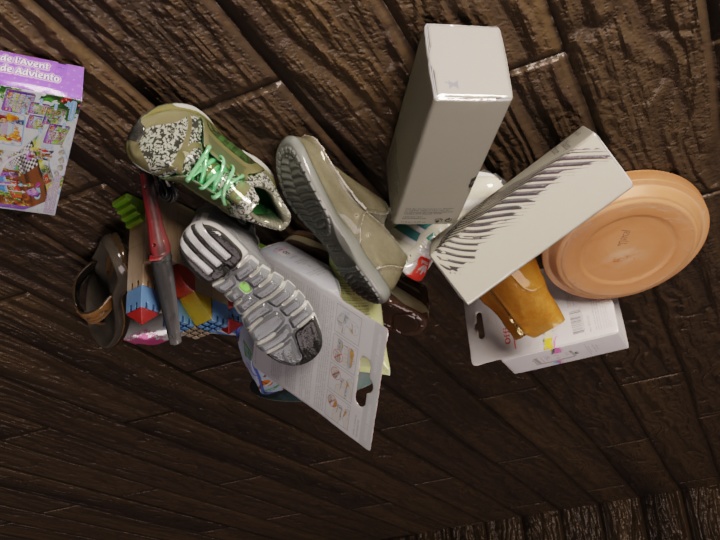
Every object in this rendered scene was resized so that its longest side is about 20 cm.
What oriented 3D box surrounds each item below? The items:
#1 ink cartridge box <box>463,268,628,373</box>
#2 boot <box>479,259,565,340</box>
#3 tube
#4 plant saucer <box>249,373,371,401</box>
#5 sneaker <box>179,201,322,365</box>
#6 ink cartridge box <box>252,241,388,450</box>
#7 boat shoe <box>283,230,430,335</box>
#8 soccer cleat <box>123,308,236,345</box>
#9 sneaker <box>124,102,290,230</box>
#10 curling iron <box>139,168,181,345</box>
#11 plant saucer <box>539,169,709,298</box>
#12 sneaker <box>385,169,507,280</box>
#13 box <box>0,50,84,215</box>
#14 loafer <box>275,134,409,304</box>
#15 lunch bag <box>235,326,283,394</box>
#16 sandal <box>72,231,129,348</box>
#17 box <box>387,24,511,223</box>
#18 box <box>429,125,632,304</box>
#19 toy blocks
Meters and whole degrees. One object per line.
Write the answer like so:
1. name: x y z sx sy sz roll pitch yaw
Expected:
1. ink cartridge box: 0.246 0.065 1.181 0.199 0.117 0.067 -16 151 22
2. boot: 0.191 -0.001 1.005 0.071 0.144 0.201 -33 170 -23
3. tube: -0.008 0.018 0.970 0.052 0.201 0.058 -9 -167 -23
4. plant saucer: -0.065 0.137 1.277 0.200 0.039 0.201 -7 -167 2
5. sneaker: -0.107 0.002 0.931 0.075 0.116 0.200 -31 118 13
6. ink cartridge box: -0.039 0.080 0.972 0.057 0.199 0.163 -26 133 -45
7. boat shoe: -0.003 0.003 1.067 0.202 0.075 0.075 33 138 -17
8. soccer cleat: -0.220 0.047 1.130 0.199 0.070 0.087 -3 145 -17
9. sneaker: -0.129 -0.090 0.820 0.200 0.089 0.077 25 101 -53
10. curling iron: -0.198 -0.020 0.880 0.025 0.201 0.049 -14 -160 -42
11. plant saucer: 0.313 -0.033 1.036 0.199 0.032 0.201 -4 136 -3
12. sneaker: 0.080 -0.038 0.974 0.199 0.094 0.070 -20 150 27
13. box: -0.335 -0.123 0.794 0.136 0.039 0.200 7 151 -24
14. loafer: -0.016 -0.060 0.895 0.075 0.070 0.201 11 138 55
15. lunch bag: -0.061 0.078 1.150 0.199 0.076 0.161 -24 150 -12
16. sandal: -0.311 0.029 1.040 0.054 0.082 0.200 -24 163 -33
17. box: 0.074 -0.126 0.801 0.068 0.083 0.200 0 154 -9
18. box: 0.167 -0.056 0.882 0.200 0.068 0.082 -38 -172 12
19. toy blocks: -0.184 0.010 0.974 0.100 0.138 0.200 -23 149 31
